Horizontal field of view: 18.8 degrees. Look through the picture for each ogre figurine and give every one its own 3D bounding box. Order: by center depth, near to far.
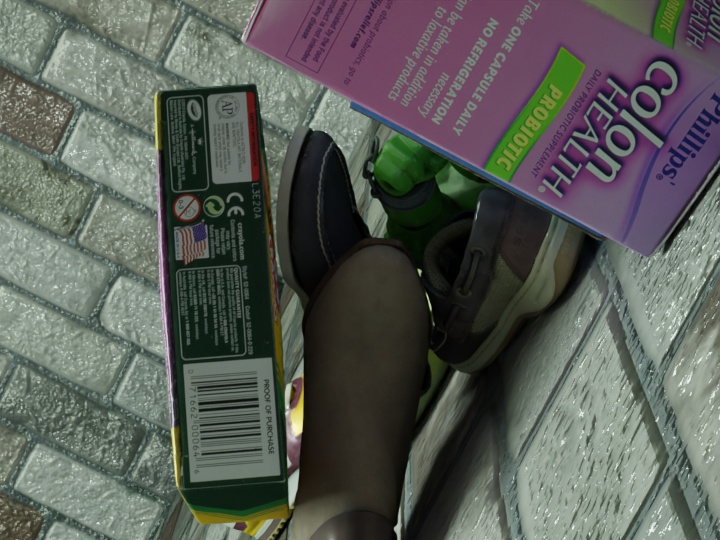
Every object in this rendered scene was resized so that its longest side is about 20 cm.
[{"bbox_3d":[0.072,-0.067,1.204,0.200,0.098,0.120,-57,-10,-42],"label":"ogre figurine"}]

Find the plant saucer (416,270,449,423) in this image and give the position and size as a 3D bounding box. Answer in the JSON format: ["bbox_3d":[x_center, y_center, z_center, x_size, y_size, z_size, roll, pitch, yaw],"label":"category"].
[{"bbox_3d":[0.038,0.044,1.396,0.201,0.031,0.200,-62,5,10],"label":"plant saucer"}]

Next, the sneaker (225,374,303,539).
[{"bbox_3d":[-0.072,0.130,1.743,0.201,0.090,0.075,-61,5,27],"label":"sneaker"}]

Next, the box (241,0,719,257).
[{"bbox_3d":[0.073,-0.131,0.950,0.097,0.199,0.176,-60,7,37],"label":"box"}]

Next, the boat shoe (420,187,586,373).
[{"bbox_3d":[0.064,0.000,1.147,0.200,0.064,0.072,129,166,-71],"label":"boat shoe"}]

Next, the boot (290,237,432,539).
[{"bbox_3d":[-0.001,0.102,1.129,0.201,0.070,0.147,96,177,-47],"label":"boot"}]

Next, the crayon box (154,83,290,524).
[{"bbox_3d":[-0.070,0.024,1.143,0.173,0.058,0.202,90,175,-78],"label":"crayon box"}]

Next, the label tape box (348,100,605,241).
[{"bbox_3d":[0.084,-0.119,1.093,0.201,0.143,0.063,-65,6,-24],"label":"label tape box"}]

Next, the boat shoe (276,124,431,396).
[{"bbox_3d":[0.000,0.000,1.179,0.201,0.062,0.073,78,-155,-45],"label":"boat shoe"}]
